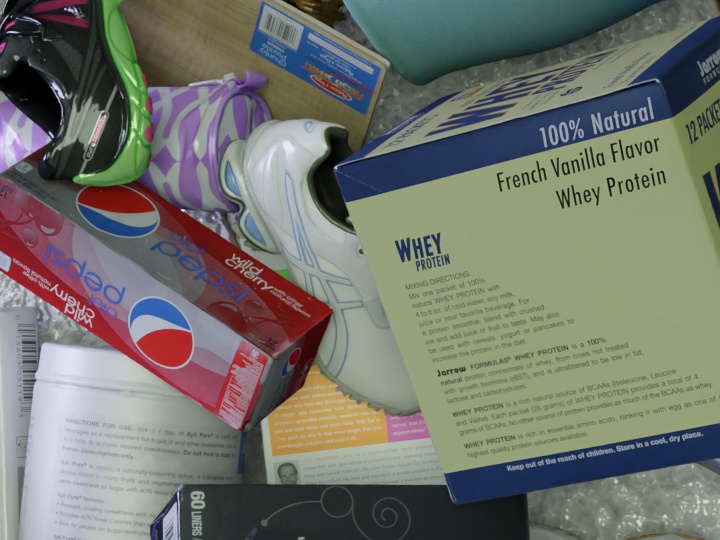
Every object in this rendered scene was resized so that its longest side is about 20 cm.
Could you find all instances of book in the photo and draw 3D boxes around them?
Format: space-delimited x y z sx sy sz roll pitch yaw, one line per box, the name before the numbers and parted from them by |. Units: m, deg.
book | 0.004 0.071 1.507 0.133 0.048 0.200 -6 87 4

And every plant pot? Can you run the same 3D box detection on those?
plant pot | 0.078 -0.209 1.444 0.188 0.200 0.200 -30 84 16

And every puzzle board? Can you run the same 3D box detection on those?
puzzle board | -0.081 -0.127 1.489 0.200 0.151 0.017 30 54 8

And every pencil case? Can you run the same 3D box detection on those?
pencil case | -0.148 -0.081 1.495 0.200 0.084 0.086 3 97 22

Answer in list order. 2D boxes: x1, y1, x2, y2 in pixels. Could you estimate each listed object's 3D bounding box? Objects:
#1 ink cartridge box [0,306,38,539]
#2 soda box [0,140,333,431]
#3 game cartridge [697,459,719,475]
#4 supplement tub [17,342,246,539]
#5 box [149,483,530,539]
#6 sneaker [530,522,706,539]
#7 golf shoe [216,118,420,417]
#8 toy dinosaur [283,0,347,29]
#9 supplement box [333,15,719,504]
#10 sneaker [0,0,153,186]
ink cartridge box | -0.295 0.107 1.556 0.200 0.050 0.161 -4 87 26
soda box | -0.119 0.006 1.421 0.200 0.070 0.063 34 127 14
game cartridge | 0.162 0.029 1.475 0.200 0.038 0.130 26 69 8
supplement tub | -0.138 0.148 1.480 0.132 0.132 0.200 6 89 8
box | -0.011 0.187 1.376 0.200 0.106 0.122 1 73 -14
sneaker | 0.122 0.199 1.453 0.200 0.088 0.076 -5 118 9
golf shoe | 0.000 0.000 1.423 0.078 0.097 0.200 -48 112 -35
toy dinosaur | -0.062 -0.189 1.508 0.106 0.200 0.061 21 84 -32
supplement box | 0.126 -0.005 1.323 0.200 0.134 0.200 -14 102 31
sneaker | -0.179 -0.140 1.428 0.084 0.077 0.200 -12 66 -17
